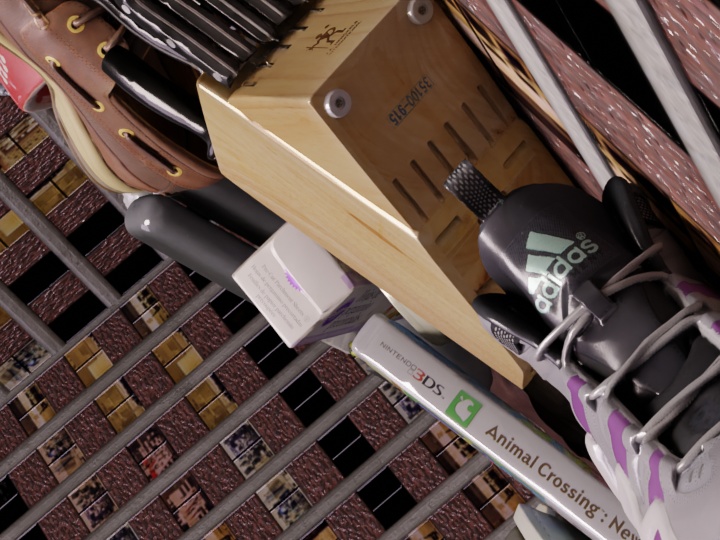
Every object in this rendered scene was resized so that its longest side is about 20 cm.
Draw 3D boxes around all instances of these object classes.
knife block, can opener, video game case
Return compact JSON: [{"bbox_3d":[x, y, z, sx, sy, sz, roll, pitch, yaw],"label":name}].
[{"bbox_3d":[-0.014,-0.053,0.866,0.200,0.064,0.175,50,161,-24],"label":"knife block"},{"bbox_3d":[-0.019,0.001,1.091,0.200,0.053,0.066,29,161,-24],"label":"can opener"},{"bbox_3d":[0.099,0.099,0.932,0.182,0.022,0.200,37,178,27],"label":"video game case"}]

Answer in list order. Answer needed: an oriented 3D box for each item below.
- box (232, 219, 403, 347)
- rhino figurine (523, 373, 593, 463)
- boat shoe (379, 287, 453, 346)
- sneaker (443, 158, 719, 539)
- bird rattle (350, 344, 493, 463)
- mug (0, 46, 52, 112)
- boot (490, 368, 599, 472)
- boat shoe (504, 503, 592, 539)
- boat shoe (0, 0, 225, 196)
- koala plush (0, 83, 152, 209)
[{"bbox_3d":[0.000,0.000,0.978,0.041,0.039,0.200,50,-167,9],"label":"box"},{"bbox_3d":[0.111,0.057,0.960,0.087,0.060,0.200,45,179,22],"label":"rhino figurine"},{"bbox_3d":[0.051,-0.016,0.966,0.075,0.062,0.200,47,-168,2],"label":"boat shoe"},{"bbox_3d":[0.076,0.021,0.667,0.140,0.078,0.200,49,178,-2],"label":"sneaker"},{"bbox_3d":[0.069,0.022,1.497,0.200,0.113,0.163,30,-154,-52],"label":"bird rattle"},{"bbox_3d":[-0.184,-0.179,1.075,0.200,0.177,0.133,58,143,1],"label":"mug"},{"bbox_3d":[0.114,0.079,1.194,0.167,0.072,0.200,52,176,22],"label":"boot"},{"bbox_3d":[0.081,0.140,0.954,0.072,0.060,0.202,37,179,7],"label":"boat shoe"},{"bbox_3d":[-0.112,-0.109,0.948,0.067,0.072,0.200,8,144,38],"label":"boat shoe"},{"bbox_3d":[-0.111,-0.125,1.318,0.184,0.177,0.200,37,-174,-34],"label":"koala plush"}]
